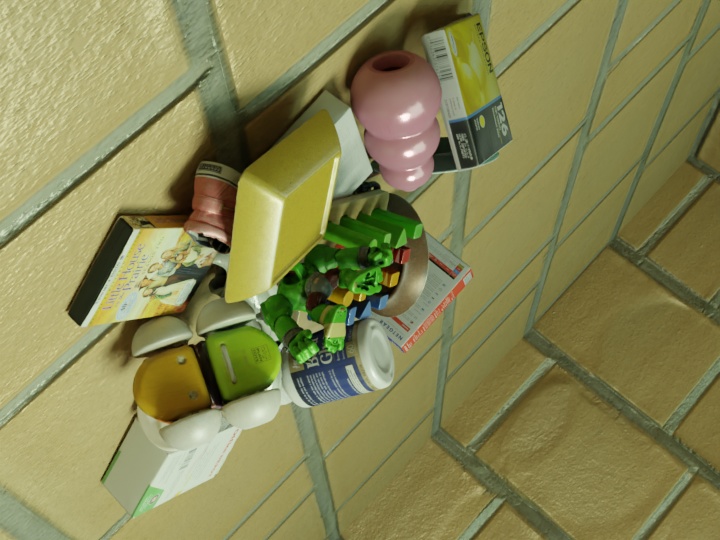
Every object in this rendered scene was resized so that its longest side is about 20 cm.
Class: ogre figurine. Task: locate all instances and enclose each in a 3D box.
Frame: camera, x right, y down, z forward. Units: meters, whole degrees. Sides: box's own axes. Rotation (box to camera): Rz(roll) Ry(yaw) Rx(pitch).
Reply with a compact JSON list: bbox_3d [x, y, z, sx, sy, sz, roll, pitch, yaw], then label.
[{"bbox_3d":[-0.053,0.028,1.289,0.201,0.120,0.098,-62,144,-10],"label":"ogre figurine"}]

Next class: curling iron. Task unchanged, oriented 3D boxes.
[{"bbox_3d":[0.052,-0.165,1.586,0.200,0.025,0.050,-39,121,-39],"label":"curling iron"}]

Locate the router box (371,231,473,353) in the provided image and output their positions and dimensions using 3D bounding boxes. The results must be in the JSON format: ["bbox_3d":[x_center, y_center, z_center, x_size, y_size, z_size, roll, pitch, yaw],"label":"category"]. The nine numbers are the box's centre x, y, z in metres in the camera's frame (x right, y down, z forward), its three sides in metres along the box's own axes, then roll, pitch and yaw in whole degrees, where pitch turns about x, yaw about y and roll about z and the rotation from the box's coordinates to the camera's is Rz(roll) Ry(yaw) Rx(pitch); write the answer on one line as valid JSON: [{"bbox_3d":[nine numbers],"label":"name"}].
[{"bbox_3d":[0.059,0.008,1.660,0.180,0.200,0.049,-47,160,-5],"label":"router box"}]

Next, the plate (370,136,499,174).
[{"bbox_3d":[0.113,-0.181,1.501,0.200,0.200,0.026,-27,118,-48],"label":"plate"}]

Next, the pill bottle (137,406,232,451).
[{"bbox_3d":[-0.234,0.195,1.484,0.200,0.111,0.111,-15,140,-58],"label":"pill bottle"}]

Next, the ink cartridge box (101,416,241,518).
[{"bbox_3d":[-0.293,0.287,1.555,0.200,0.087,0.146,-13,140,-57],"label":"ink cartridge box"}]

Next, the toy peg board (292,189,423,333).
[{"bbox_3d":[0.000,0.000,1.438,0.200,0.098,0.200,-20,125,-55],"label":"toy peg board"}]

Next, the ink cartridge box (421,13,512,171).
[{"bbox_3d":[0.168,-0.268,1.420,0.200,0.047,0.198,-39,115,-52],"label":"ink cartridge box"}]

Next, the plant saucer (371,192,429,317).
[{"bbox_3d":[0.030,-0.024,1.564,0.034,0.200,0.201,-5,133,-40],"label":"plant saucer"}]

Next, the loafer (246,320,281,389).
[{"bbox_3d":[-0.166,0.117,1.454,0.070,0.070,0.201,-18,102,-41],"label":"loafer"}]

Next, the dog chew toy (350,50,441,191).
[{"bbox_3d":[0.055,-0.198,1.345,0.124,0.124,0.201,-38,135,-31],"label":"dog chew toy"}]

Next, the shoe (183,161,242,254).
[{"bbox_3d":[-0.156,-0.060,1.224,0.200,0.071,0.091,37,66,-65],"label":"shoe"}]

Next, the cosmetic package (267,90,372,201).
[{"bbox_3d":[-0.063,-0.138,1.355,0.151,0.052,0.200,-50,161,-9],"label":"cosmetic package"}]

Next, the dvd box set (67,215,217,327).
[{"bbox_3d":[-0.255,-0.003,1.208,0.147,0.029,0.200,-57,160,17],"label":"dvd box set"}]

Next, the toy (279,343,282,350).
[{"bbox_3d":[-0.081,0.110,1.757,0.200,0.047,0.115,-49,162,-3],"label":"toy"}]

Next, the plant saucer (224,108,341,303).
[{"bbox_3d":[-0.087,-0.073,1.208,0.200,0.048,0.200,-48,157,-47],"label":"plant saucer"}]

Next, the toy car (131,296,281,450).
[{"bbox_3d":[-0.207,0.143,1.318,0.199,0.176,0.150,-18,169,-13],"label":"toy car"}]

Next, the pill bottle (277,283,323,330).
[{"bbox_3d":[-0.078,0.058,1.579,0.112,0.112,0.200,-46,160,-13],"label":"pill bottle"}]

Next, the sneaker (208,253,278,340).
[{"bbox_3d":[-0.163,0.026,1.365,0.092,0.076,0.201,-27,126,-16],"label":"sneaker"}]

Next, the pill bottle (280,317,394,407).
[{"bbox_3d":[-0.058,0.150,1.514,0.199,0.112,0.111,-17,170,20],"label":"pill bottle"}]
